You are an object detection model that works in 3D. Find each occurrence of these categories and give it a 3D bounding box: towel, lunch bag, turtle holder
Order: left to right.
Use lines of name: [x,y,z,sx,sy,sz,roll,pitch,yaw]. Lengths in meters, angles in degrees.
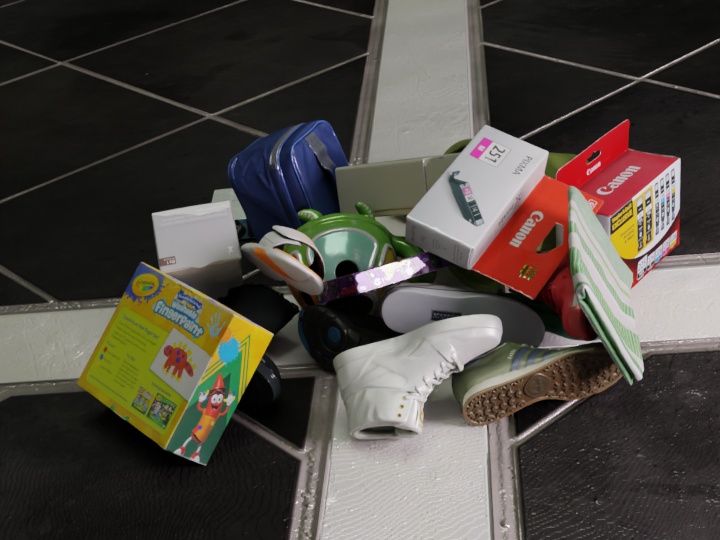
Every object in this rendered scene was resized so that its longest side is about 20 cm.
lunch bag: [-0.075,-0.099,1.822,0.131,0.201,0.136,-11,23,34]
turtle holder: [-0.008,0.007,1.687,0.184,0.141,0.133,16,39,-26]
towel: [0.276,0.014,1.472,0.023,0.153,0.201,-24,29,24]

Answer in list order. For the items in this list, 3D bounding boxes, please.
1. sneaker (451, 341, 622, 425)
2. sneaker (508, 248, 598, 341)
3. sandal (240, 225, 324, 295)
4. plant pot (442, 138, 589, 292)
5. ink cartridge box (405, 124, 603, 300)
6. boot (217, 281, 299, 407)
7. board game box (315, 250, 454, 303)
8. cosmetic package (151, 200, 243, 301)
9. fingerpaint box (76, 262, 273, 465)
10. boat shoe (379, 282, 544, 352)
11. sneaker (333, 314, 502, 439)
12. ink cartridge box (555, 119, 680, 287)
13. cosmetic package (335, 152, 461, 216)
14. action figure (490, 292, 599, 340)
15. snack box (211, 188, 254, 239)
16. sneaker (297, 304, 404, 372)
sneaker: [0.196,0.108,1.491,0.198,0.068,0.090,-16,34,-10]
sneaker: [0.224,0.031,1.541,0.114,0.079,0.200,-6,18,16]
sandal: [-0.092,-0.024,1.595,0.059,0.079,0.206,-51,24,-9]
plant pot: [0.226,-0.085,1.755,0.188,0.202,0.199,-10,24,-35]
ink cartridge box: [0.175,-0.073,1.547,0.172,0.044,0.200,25,51,21]
boot: [-0.136,0.086,1.602,0.197,0.074,0.162,6,34,39]
board game box: [0.054,-0.003,1.575,0.198,0.033,0.120,-17,5,-26]
cosmetic package: [-0.207,-0.013,1.686,0.106,0.200,0.091,-10,70,-8]
fingerpaint box: [-0.215,0.104,1.501,0.199,0.073,0.168,23,85,45]
boat shoe: [0.119,0.052,1.548,0.198,0.073,0.066,6,18,-3]
sneaker: [0.073,0.127,1.447,0.198,0.074,0.117,-19,58,12]
ink cartridge box: [0.336,-0.078,1.693,0.083,0.177,0.200,15,35,35]
cosmetic package: [0.064,-0.112,1.724,0.103,0.074,0.199,-10,5,-33]
action figure: [0.196,0.057,1.604,0.197,0.055,0.119,0,30,6]
snack box: [-0.130,-0.093,1.982,0.198,0.037,0.117,-5,28,4]
sneaker: [0.012,0.089,1.588,0.199,0.074,0.082,20,24,30]
